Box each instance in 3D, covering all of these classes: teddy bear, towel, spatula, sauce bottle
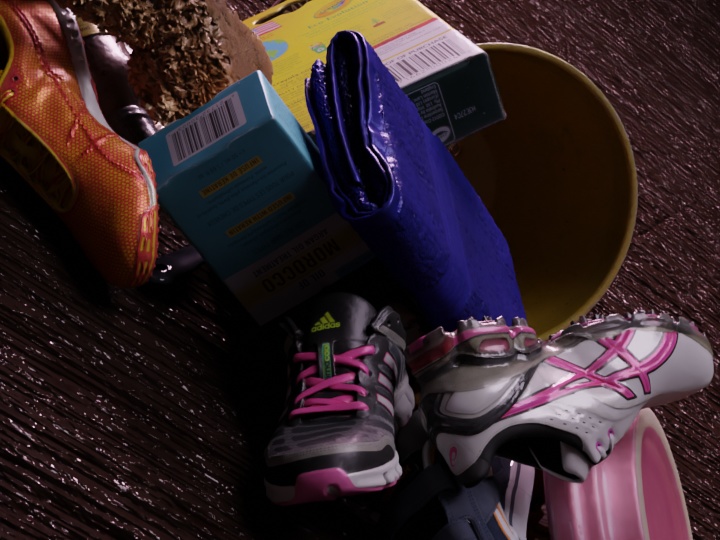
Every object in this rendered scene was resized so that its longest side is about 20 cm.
[{"bbox_3d":[-0.121,-0.170,1.445,0.200,0.066,0.145,57,32,-34],"label":"teddy bear"},{"bbox_3d":[0.032,-0.022,1.473,0.200,0.049,0.148,52,21,-43],"label":"towel"},{"bbox_3d":[-0.089,-0.020,1.520,0.056,0.021,0.200,7,20,12],"label":"spatula"},{"bbox_3d":[-0.166,-0.120,1.507,0.200,0.065,0.065,55,19,26],"label":"sauce bottle"}]

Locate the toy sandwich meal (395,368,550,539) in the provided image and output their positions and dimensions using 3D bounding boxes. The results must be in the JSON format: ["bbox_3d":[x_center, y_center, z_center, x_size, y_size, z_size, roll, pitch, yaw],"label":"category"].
[{"bbox_3d":[0.078,0.096,1.585,0.205,0.070,0.205,41,18,-16],"label":"toy sandwich meal"}]

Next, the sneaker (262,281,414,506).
[{"bbox_3d":[-0.014,0.060,1.383,0.200,0.073,0.088,-61,143,-71],"label":"sneaker"}]

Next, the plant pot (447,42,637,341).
[{"bbox_3d":[0.065,-0.053,1.745,0.200,0.200,0.142,41,-6,-17],"label":"plant pot"}]

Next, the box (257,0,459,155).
[{"bbox_3d":[0.012,-0.123,1.875,0.200,0.100,0.075,45,17,-4],"label":"box"}]

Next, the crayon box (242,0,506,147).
[{"bbox_3d":[-0.008,-0.119,1.610,0.200,0.126,0.051,48,-19,59],"label":"crayon box"}]

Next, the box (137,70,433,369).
[{"bbox_3d":[-0.036,-0.013,1.462,0.200,0.082,0.049,52,12,-38],"label":"box"}]

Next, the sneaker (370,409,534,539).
[{"bbox_3d":[0.046,0.146,1.390,0.079,0.079,0.200,33,22,-14],"label":"sneaker"}]

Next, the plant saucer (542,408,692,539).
[{"bbox_3d":[0.155,0.156,1.512,0.200,0.051,0.202,-11,90,-74],"label":"plant saucer"}]

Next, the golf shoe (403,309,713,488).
[{"bbox_3d":[0.114,0.073,1.423,0.199,0.073,0.093,-4,71,-34],"label":"golf shoe"}]

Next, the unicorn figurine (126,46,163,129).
[{"bbox_3d":[-0.122,-0.102,1.580,0.200,0.074,0.137,33,11,19],"label":"unicorn figurine"}]

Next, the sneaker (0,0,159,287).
[{"bbox_3d":[-0.167,-0.066,1.410,0.077,0.073,0.200,-8,51,-36],"label":"sneaker"}]
